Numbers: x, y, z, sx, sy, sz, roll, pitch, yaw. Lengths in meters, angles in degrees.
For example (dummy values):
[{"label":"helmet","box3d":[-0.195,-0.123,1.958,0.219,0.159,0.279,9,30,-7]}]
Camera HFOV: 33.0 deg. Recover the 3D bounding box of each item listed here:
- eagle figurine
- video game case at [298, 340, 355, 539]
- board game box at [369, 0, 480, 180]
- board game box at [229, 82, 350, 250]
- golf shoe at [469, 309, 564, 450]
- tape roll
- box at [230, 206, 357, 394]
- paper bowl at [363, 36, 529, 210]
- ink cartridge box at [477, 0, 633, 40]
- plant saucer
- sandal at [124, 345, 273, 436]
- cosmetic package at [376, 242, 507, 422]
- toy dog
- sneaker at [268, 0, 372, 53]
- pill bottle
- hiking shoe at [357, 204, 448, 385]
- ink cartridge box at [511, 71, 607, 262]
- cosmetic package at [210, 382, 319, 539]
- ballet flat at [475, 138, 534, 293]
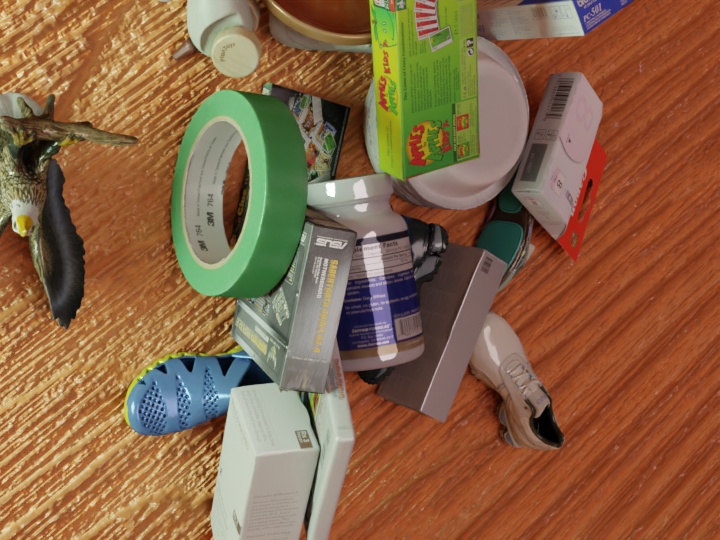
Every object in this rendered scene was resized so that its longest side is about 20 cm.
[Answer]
[{"label":"eagle figurine","box3d":[-0.317,-0.055,1.127,0.151,0.151,0.201,27,117,5]},{"label":"video game case","box3d":[-0.043,0.155,1.243,0.023,0.183,0.201,-1,138,-13]},{"label":"board game box","box3d":[0.067,-0.203,1.242,0.101,0.048,0.201,-18,119,-27]},{"label":"board game box","box3d":[-0.078,-0.092,1.322,0.104,0.023,0.201,13,90,-35]},{"label":"golf shoe","box3d":[0.198,0.136,1.496,0.078,0.097,0.201,-37,114,-22]},{"label":"tape roll","box3d":[-0.122,-0.074,1.188,0.048,0.200,0.202,3,95,-34]},{"label":"box","box3d":[-0.071,0.018,1.211,0.048,0.200,0.159,8,98,-21]},{"label":"paper bowl","box3d":[0.111,-0.169,1.389,0.200,0.104,0.202,-4,98,-32]},{"label":"ink cartridge box","box3d":[0.208,-0.301,1.374,0.094,0.200,0.044,-36,115,-24]},{"label":"plant saucer","box3d":[-0.022,-0.320,1.267,0.199,0.032,0.201,5,66,-12]},{"label":"sandal","box3d":[-0.149,0.122,1.270,0.199,0.087,0.080,-18,109,-28]},{"label":"cosmetic package","box3d":[0.096,0.070,1.425,0.051,0.082,0.201,28,82,-41]},{"label":"toy dog","box3d":[-0.169,-0.280,1.195,0.096,0.132,0.201,-18,106,10]},{"label":"sneaker","box3d":[-0.001,-0.270,1.300,0.199,0.099,0.075,-7,110,-32]},{"label":"pill bottle","box3d":[0.000,0.000,1.300,0.115,0.116,0.201,-10,94,-32]},{"label":"hiking shoe","box3d":[0.027,0.030,1.395,0.086,0.074,0.201,21,88,-7]},{"label":"ink cartridge box","box3d":[0.265,-0.121,1.483,0.200,0.057,0.163,37,66,-45]},{"label":"cosmetic package","box3d":[-0.102,0.222,1.252,0.074,0.102,0.201,-4,128,-20]},{"label":"ballet flat","box3d":[0.189,-0.060,1.486,0.071,0.069,0.201,16,87,-54]}]
